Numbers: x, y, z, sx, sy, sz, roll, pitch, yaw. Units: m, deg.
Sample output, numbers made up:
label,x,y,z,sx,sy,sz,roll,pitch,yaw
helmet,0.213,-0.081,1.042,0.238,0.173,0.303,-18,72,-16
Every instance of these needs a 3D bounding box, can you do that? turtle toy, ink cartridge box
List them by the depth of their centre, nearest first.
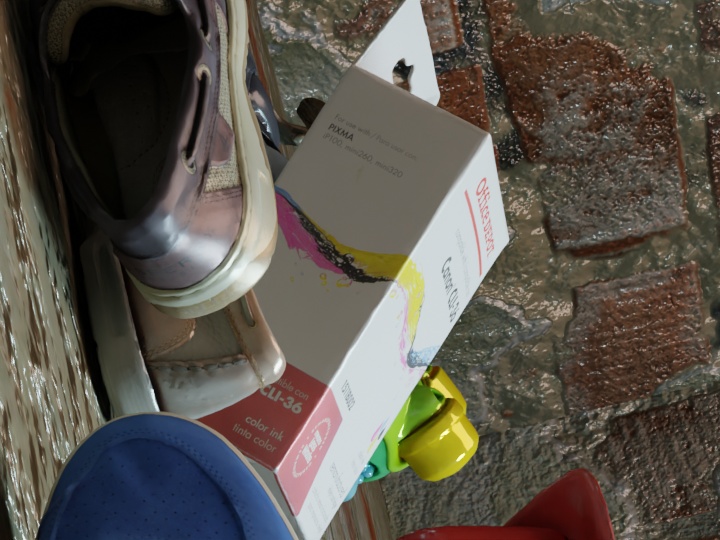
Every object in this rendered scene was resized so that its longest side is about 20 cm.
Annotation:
label,x,y,z,sx,sy,sz,roll,pitch,yaw
ink cartridge box,0.000,0.000,1.138,0.200,0.067,0.116,-58,164,-14
turtle toy,-0.023,0.050,1.431,0.146,0.101,0.200,53,3,-8

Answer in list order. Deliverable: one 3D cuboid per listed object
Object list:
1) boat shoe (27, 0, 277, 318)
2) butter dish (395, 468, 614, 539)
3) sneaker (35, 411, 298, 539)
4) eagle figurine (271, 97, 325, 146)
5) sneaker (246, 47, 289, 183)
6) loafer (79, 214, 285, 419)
label,x,y,z,sx,sy,sz,roll,pitch,yaw
boat shoe,-0.079,-0.079,0.962,0.065,0.072,0.200,51,21,-56
butter dish,0.021,0.199,1.225,0.200,0.148,0.200,-49,-143,35
sneaker,-0.042,0.092,0.636,0.111,0.077,0.200,90,-3,-50
eagle figurine,-0.034,-0.001,1.754,0.152,0.151,0.200,-24,141,-50
sneaker,-0.070,-0.052,1.203,0.200,0.075,0.114,77,-5,-71
loafer,-0.070,-0.030,1.013,0.072,0.063,0.200,74,3,-54
